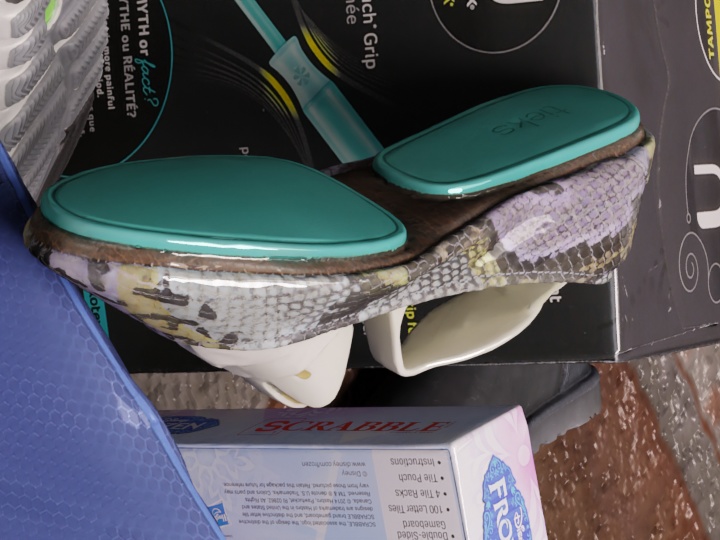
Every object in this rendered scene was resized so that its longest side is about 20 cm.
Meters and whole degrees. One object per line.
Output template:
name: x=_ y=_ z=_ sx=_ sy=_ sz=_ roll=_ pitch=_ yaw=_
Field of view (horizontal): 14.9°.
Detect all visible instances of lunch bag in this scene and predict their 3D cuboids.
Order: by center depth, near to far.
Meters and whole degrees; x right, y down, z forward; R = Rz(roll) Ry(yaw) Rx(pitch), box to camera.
lunch bag: x=-0.119 y=0.061 z=0.728 sx=0.132 sy=0.136 sz=0.200 roll=-30 pitch=84 yaw=-8

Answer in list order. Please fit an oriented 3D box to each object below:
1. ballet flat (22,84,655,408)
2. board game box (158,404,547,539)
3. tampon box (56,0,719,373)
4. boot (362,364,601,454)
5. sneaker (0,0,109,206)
ballet flat: x=0.000 y=0.000 z=0.717 sx=0.200 sy=0.072 sz=0.072 roll=-13 pitch=99 yaw=-39
board game box: x=-0.024 y=0.141 z=0.836 sx=0.041 sy=0.200 sz=0.200 roll=-23 pitch=107 yaw=-50
tampon box: x=0.015 y=-0.046 z=0.884 sx=0.126 sy=0.200 sz=0.150 roll=-8 pitch=95 yaw=-60
boot: x=0.028 y=-0.026 z=1.015 sx=0.165 sy=0.066 sz=0.200 roll=-29 pitch=115 yaw=-60
sneaker: x=-0.138 y=-0.087 z=0.803 sx=0.075 sy=0.115 sz=0.200 roll=-59 pitch=170 yaw=-37
